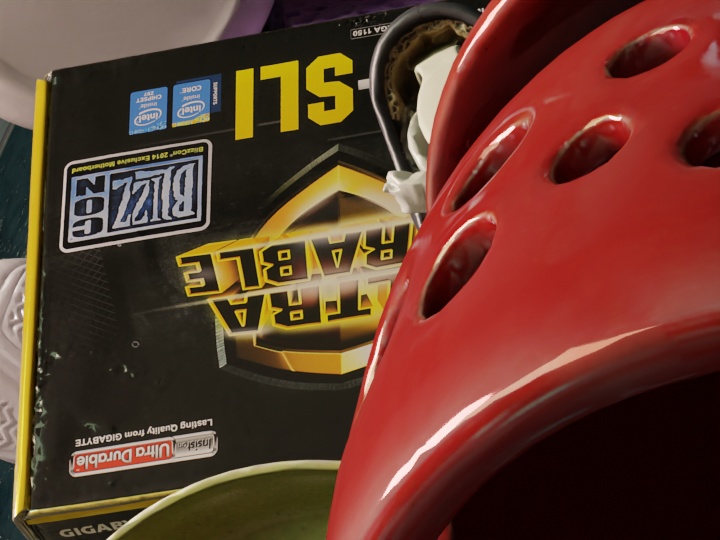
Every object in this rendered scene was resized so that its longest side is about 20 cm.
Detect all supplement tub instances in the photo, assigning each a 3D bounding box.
[{"bbox_3d":[-0.108,-0.138,1.016,0.141,0.140,0.200,-64,16,11],"label":"supplement tub"}]

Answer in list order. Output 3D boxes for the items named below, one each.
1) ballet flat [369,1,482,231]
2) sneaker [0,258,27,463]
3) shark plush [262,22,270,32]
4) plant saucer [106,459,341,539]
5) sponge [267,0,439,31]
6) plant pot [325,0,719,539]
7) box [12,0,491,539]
[{"bbox_3d":[0.049,0.004,0.718,0.073,0.073,0.201,-52,46,37],"label":"ballet flat"},{"bbox_3d":[-0.088,0.042,1.021,0.114,0.199,0.076,162,113,-71],"label":"sneaker"},{"bbox_3d":[-0.021,-0.084,1.054,0.200,0.083,0.092,-15,-74,-84],"label":"shark plush"},{"bbox_3d":[0.001,0.145,0.719,0.201,0.199,0.031,-61,-12,19],"label":"plant saucer"},{"bbox_3d":[0.019,-0.106,1.018,0.200,0.111,0.030,-109,16,-63],"label":"sponge"},{"bbox_3d":[0.098,0.029,0.546,0.201,0.200,0.183,-54,15,34],"label":"plant pot"},{"bbox_3d":[0.000,0.000,0.807,0.049,0.199,0.161,65,-160,-53],"label":"box"}]
